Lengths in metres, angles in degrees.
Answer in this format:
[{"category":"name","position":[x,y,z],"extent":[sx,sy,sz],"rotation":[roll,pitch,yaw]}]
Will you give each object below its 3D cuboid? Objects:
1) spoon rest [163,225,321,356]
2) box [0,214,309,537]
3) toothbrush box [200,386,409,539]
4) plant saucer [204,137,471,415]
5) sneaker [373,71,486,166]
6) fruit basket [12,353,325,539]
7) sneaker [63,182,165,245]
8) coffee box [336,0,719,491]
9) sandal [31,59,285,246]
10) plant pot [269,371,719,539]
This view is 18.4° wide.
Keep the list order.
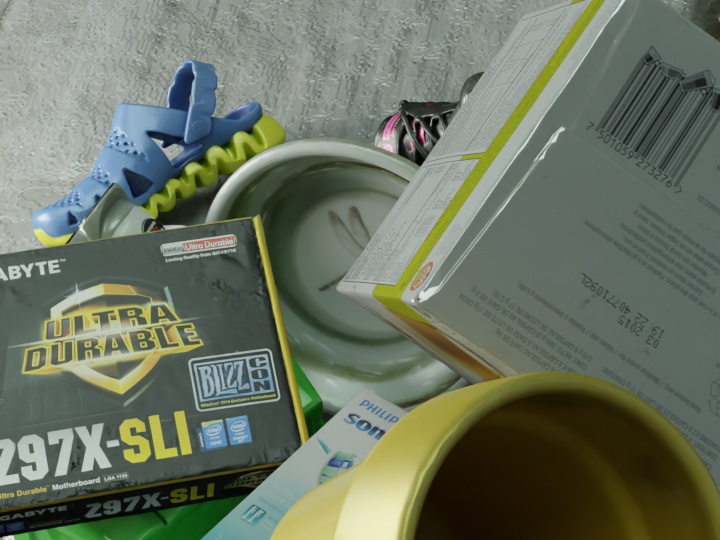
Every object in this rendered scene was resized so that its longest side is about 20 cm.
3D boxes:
[{"category":"spoon rest","position":[-0.100,0.015,1.501],"extent":[0.200,0.061,0.099],"rotation":[15,50,26]},{"category":"box","position":[-0.141,0.060,1.278],"extent":[0.200,0.049,0.160],"rotation":[-8,66,-10]},{"category":"toothbrush box","position":[-0.022,0.188,1.235],"extent":[0.085,0.146,0.200],"rotation":[29,58,35]},{"category":"plant saucer","position":[0.000,0.000,1.393],"extent":[0.200,0.200,0.050],"rotation":[6,30,20]},{"category":"sneaker","position":[0.051,-0.071,1.376],"extent":[0.084,0.200,0.077],"rotation":[17,70,-6]},{"category":"fruit basket","position":[-0.143,0.090,1.361],"extent":[0.216,0.156,0.216],"rotation":[-3,49,3]},{"category":"sneaker","position":[-0.177,0.031,1.452],"extent":[0.089,0.200,0.074],"rotation":[38,48,-8]},{"category":"coffee box","position":[0.138,-0.012,1.199],"extent":[0.200,0.200,0.198],"rotation":[-56,11,-7]},{"category":"sandal","position":[-0.154,-0.083,1.587],"extent":[0.200,0.087,0.079],"rotation":[-34,16,-26]},{"category":"plant pot","position":[0.050,0.158,1.080],"extent":[0.201,0.201,0.189],"rotation":[-47,17,-31]}]
